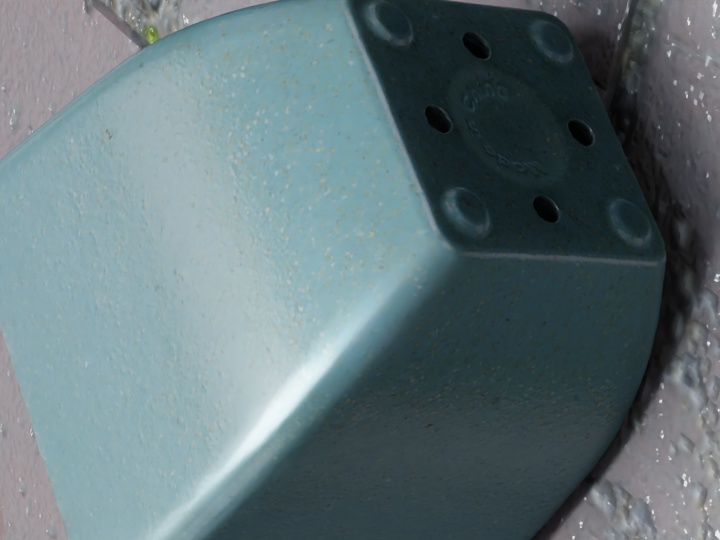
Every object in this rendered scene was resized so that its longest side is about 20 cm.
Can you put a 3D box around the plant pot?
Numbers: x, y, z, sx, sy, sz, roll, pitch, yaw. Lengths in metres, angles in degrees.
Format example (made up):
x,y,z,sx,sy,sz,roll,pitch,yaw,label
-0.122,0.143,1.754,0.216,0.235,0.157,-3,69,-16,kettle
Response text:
x,y,z,sx,sy,sz,roll,pitch,yaw,label
0.000,0.000,1.132,0.200,0.196,0.196,-43,57,40,plant pot
